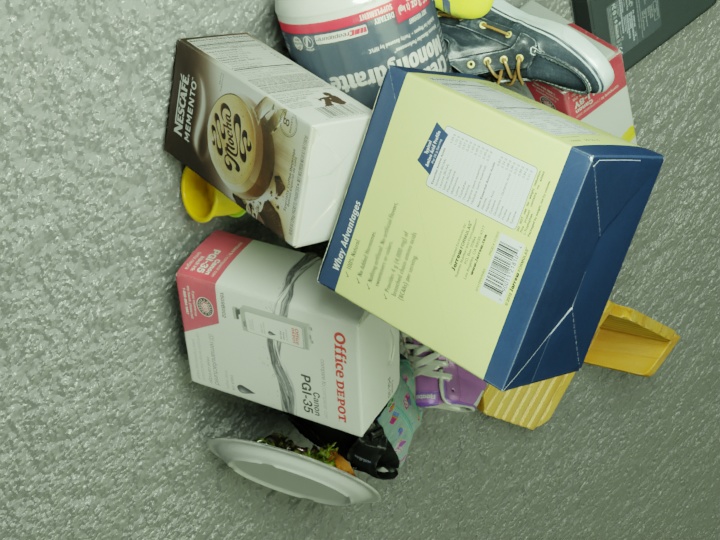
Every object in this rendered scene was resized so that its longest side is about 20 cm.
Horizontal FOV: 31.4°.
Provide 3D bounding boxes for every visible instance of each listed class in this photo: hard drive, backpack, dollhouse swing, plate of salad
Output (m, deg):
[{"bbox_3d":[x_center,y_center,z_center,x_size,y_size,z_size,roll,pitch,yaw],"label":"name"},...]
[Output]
[{"bbox_3d":[0.329,-0.315,1.473,0.200,0.033,0.140,-37,137,-16],"label":"hard drive"},{"bbox_3d":[-0.002,0.147,1.420,0.127,0.166,0.200,-59,148,-17],"label":"backpack"},{"bbox_3d":[0.279,0.130,1.660,0.200,0.181,0.177,24,81,-49],"label":"dollhouse swing"},{"bbox_3d":[-0.071,0.209,1.392,0.200,0.199,0.048,41,61,-49],"label":"plate of salad"}]

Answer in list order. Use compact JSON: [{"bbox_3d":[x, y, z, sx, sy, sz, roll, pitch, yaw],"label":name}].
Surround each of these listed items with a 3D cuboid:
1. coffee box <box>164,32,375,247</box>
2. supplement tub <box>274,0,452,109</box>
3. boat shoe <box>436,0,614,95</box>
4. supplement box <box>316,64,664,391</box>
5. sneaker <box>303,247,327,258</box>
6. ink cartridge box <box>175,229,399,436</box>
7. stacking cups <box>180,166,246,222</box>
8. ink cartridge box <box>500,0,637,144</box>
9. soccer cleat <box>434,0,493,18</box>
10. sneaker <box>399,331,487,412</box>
[{"bbox_3d":[-0.081,-0.119,1.119,0.080,0.200,0.113,-14,126,-39],"label":"coffee box"},{"bbox_3d":[0.013,-0.180,1.172,0.140,0.140,0.201,-29,117,-23],"label":"supplement tub"},{"bbox_3d":[0.144,-0.205,1.257,0.091,0.200,0.071,-50,155,-16],"label":"boat shoe"},{"bbox_3d":[0.103,-0.040,1.055,0.134,0.199,0.201,-5,119,-53],"label":"supplement box"},{"bbox_3d":[0.000,0.000,1.361,0.199,0.078,0.099,-23,155,10],"label":"sneaker"},{"bbox_3d":[-0.069,0.059,1.252,0.083,0.199,0.147,-51,148,-45],"label":"ink cartridge box"},{"bbox_3d":[-0.076,-0.089,1.256,0.199,0.060,0.061,-11,126,-39],"label":"stacking cups"},{"bbox_3d":[0.220,-0.170,1.393,0.083,0.145,0.200,-38,137,-13],"label":"ink cartridge box"},{"bbox_3d":[0.065,-0.302,1.176,0.065,0.084,0.200,-46,123,-6],"label":"soccer cleat"},{"bbox_3d":[0.068,0.071,1.275,0.200,0.072,0.115,41,58,-33],"label":"sneaker"}]
